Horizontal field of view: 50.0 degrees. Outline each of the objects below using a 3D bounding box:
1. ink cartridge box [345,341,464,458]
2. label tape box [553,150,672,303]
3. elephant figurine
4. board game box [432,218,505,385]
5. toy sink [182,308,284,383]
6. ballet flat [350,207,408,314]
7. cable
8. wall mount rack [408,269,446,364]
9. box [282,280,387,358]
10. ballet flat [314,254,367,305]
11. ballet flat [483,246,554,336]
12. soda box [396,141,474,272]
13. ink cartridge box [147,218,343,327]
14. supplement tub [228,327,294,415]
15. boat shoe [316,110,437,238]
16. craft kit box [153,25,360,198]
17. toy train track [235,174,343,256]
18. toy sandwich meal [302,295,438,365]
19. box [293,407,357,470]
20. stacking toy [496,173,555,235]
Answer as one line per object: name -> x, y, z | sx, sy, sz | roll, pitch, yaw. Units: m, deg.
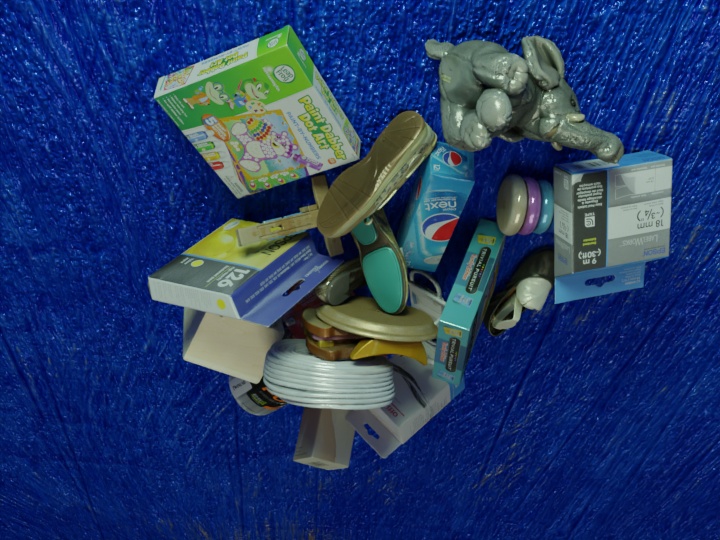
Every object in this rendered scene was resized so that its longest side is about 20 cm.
ink cartridge box -> 0.076, 0.220, 1.369 | 0.200, 0.116, 0.068 | -38, 146, -18
label tape box -> 0.337, -0.048, 1.036 | 0.143, 0.063, 0.202 | -10, 111, -9
elephant figurine -> 0.196, -0.200, 0.913 | 0.198, 0.157, 0.141 | -6, -174, -31
board game box -> 0.164, 0.047, 1.156 | 0.047, 0.201, 0.152 | 17, 144, 13
toy sink -> -0.210, 0.070, 1.269 | 0.129, 0.200, 0.113 | 23, 109, -20
ballet flat -> 0.027, -0.039, 1.104 | 0.070, 0.071, 0.201 | -21, 98, 28
cable -> -0.045, 0.152, 1.140 | 0.198, 0.070, 0.200 | 7, -176, 6
wall mount rack -> 0.072, 0.071, 1.305 | 0.173, 0.075, 0.201 | 30, 151, 28
box -> -0.037, 0.105, 1.284 | 0.095, 0.100, 0.201 | -23, 120, 17
ballet flat -> 0.000, 0.000, 1.159 | 0.046, 0.199, 0.068 | 20, 121, 34
ballet flat -> 0.265, 0.045, 1.254 | 0.067, 0.069, 0.200 | 17, 140, -15
soda box -> 0.103, -0.087, 1.100 | 0.064, 0.068, 0.201 | 9, 141, -7
ink cartridge box -> -0.157, -0.004, 1.076 | 0.198, 0.198, 0.047 | 8, 120, 28
supplement tub -> -0.140, 0.177, 1.408 | 0.122, 0.123, 0.199 | 30, 135, -30
boat shoe -> 0.024, -0.115, 1.017 | 0.200, 0.073, 0.063 | -46, 141, 10
craft kit box -> -0.128, -0.196, 1.002 | 0.196, 0.049, 0.200 | -17, 138, 20
toy train track -> -0.088, -0.067, 1.090 | 0.199, 0.116, 0.032 | -17, -173, -33
toy sandwich meal -> 0.015, 0.091, 1.126 | 0.203, 0.205, 0.071 | 9, 101, -7
box -> -0.055, 0.260, 1.432 | 0.077, 0.202, 0.095 | 20, 154, -21
stacking toy -> 0.297, -0.084, 1.085 | 0.198, 0.086, 0.086 | 5, 142, -8
